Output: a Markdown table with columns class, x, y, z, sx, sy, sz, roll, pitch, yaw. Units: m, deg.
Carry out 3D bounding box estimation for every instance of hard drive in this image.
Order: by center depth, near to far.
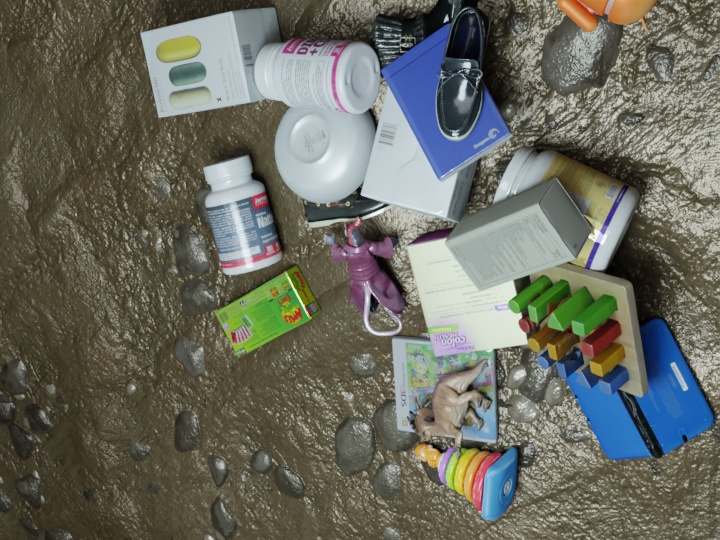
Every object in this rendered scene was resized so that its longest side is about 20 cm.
| class | x | y | z | sx | sy | sz | roll | pitch | yaw |
| --- | --- | --- | --- | --- | --- | --- | --- | --- | --- |
| hard drive | 0.131 | -0.259 | 1.428 | 0.131 | 0.025 | 0.203 | -31 | 77 | 16 |

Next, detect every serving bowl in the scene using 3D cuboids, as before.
| class | x | y | z | sx | sy | sz | roll | pitch | yaw |
| --- | --- | --- | --- | --- | --- | --- | --- | --- | --- |
| serving bowl | -0.072 | -0.222 | 1.609 | 0.196 | 0.066 | 0.205 | -2 | 85 | 26 |

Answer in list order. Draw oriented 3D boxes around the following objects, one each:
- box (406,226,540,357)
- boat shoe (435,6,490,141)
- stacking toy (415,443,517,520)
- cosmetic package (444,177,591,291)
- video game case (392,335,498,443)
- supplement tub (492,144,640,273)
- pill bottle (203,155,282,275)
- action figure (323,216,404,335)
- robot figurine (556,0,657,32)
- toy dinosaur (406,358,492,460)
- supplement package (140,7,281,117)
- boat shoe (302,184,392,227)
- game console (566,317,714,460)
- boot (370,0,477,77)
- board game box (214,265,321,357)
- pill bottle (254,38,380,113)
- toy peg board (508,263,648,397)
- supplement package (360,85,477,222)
| class | x | y | z | sx | sy | sz | roll | pitch | yaw |
| --- | --- | --- | --- | --- | --- | --- | --- | --- | --- |
| box | 0.194 | 0.027 | 1.573 | 0.173 | 0.096 | 0.204 | -11 | 100 | 28 |
| boat shoe | 0.150 | -0.296 | 1.378 | 0.073 | 0.062 | 0.204 | 11 | 91 | 18 |
| stacking toy | 0.182 | 0.362 | 1.689 | 0.197 | 0.115 | 0.112 | 16 | 114 | 33 |
| cosmetic package | 0.233 | -0.050 | 1.387 | 0.198 | 0.073 | 0.104 | -21 | 112 | 48 |
| video game case | 0.154 | 0.217 | 1.692 | 0.196 | 0.022 | 0.186 | 3 | 107 | 25 |
| supplement tub | 0.319 | -0.098 | 1.445 | 0.198 | 0.145 | 0.148 | 27 | 115 | 16 |
| pill bottle | -0.224 | -0.105 | 1.724 | 0.118 | 0.119 | 0.204 | -9 | 102 | 27 |
| action figure | 0.000 | 0.000 | 1.628 | 0.131 | 0.150 | 0.202 | -10 | 126 | 15 |
| robot figurine | 0.357 | -0.436 | 1.342 | 0.199 | 0.117 | 0.144 | 37 | 74 | 11 |
| toy dinosaur | 0.152 | 0.238 | 1.644 | 0.134 | 0.085 | 0.203 | 27 | 110 | 24 |
| supplement package | -0.254 | -0.368 | 1.640 | 0.196 | 0.150 | 0.155 | -4 | 105 | 27 |
| boat shoe | -0.018 | -0.124 | 1.643 | 0.198 | 0.074 | 0.064 | -7 | 111 | 32 |
| game console | 0.456 | 0.200 | 1.542 | 0.169 | 0.118 | 0.203 | -29 | 93 | -1 |
| boot | 0.099 | -0.406 | 1.497 | 0.155 | 0.079 | 0.215 | 18 | 113 | 20 |
| board game box | -0.181 | 0.081 | 1.801 | 0.198 | 0.048 | 0.103 | -28 | 92 | 30 |
| pill bottle | -0.074 | -0.325 | 1.537 | 0.197 | 0.113 | 0.116 | 12 | 111 | 35 |
| toy peg board | 0.328 | 0.104 | 1.443 | 0.199 | 0.097 | 0.202 | 21 | 134 | 51 |
| supplement package | 0.109 | -0.197 | 1.507 | 0.153 | 0.111 | 0.204 | 16 | 93 | 21 |
